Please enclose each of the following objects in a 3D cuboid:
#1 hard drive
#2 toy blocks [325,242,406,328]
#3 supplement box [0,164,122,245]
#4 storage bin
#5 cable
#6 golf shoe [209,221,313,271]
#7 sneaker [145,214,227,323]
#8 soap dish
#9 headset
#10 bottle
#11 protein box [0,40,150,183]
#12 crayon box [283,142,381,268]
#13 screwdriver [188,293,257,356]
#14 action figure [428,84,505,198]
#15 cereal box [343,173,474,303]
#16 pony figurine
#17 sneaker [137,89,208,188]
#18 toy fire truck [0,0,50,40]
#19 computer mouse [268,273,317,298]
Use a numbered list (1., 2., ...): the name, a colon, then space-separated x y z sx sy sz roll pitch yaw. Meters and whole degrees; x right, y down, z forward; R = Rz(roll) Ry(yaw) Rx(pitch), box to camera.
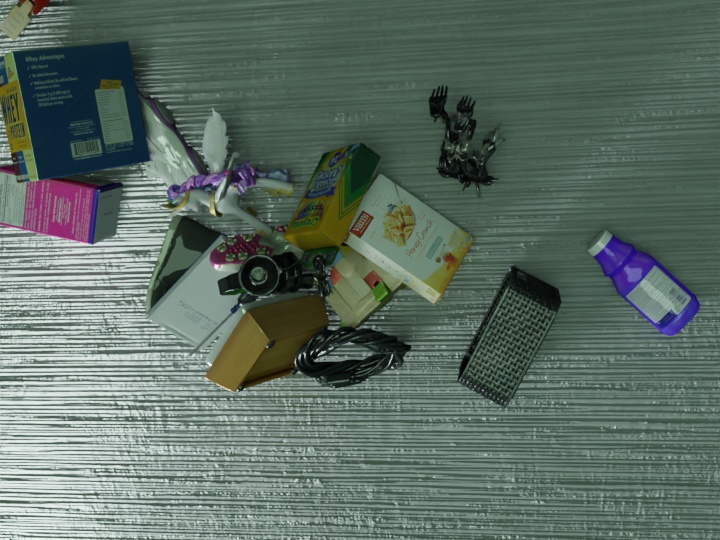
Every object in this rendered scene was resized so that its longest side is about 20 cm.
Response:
1. hard drive: -0.262 0.041 1.672 0.200 0.025 0.131 -44 128 14
2. toy blocks: 0.000 0.000 1.632 0.200 0.100 0.137 -43 80 14
3. supplement box: -0.539 -0.121 1.682 0.197 0.101 0.105 13 103 7
4. storage bin: 0.247 0.108 1.580 0.093 0.135 0.202 26 103 3
5. cable: -0.011 0.140 1.624 0.197 0.164 0.051 -11 54 9
6. golf shoe: -0.160 -0.020 1.617 0.197 0.076 0.092 -14 134 -21
7. sneaker: -0.310 0.013 1.684 0.105 0.075 0.203 19 102 4
8. soap dish: -0.152 0.120 1.600 0.081 0.199 0.158 47 119 20
9. headset: -0.135 0.019 1.514 0.198 0.123 0.095 -17 84 32
10. bottle: 0.462 0.016 1.565 0.200 0.065 0.084 41 103 0
11. protein box: -0.481 -0.264 1.579 0.196 0.134 0.203 -15 101 -33
12. crayon box: -0.053 -0.105 1.550 0.051 0.125 0.202 32 71 -26
13. screwdriver: -0.240 0.083 1.678 0.199 0.028 0.029 -39 98 11
14. action figure: 0.174 -0.209 1.543 0.118 0.201 0.103 20 65 29
15. cereal box: 0.077 -0.055 1.580 0.199 0.144 0.040 34 144 0
16. pony figurine: -0.218 -0.146 1.590 0.198 0.168 0.194 12 126 -28
17. sneaker: -0.353 -0.217 1.647 0.099 0.075 0.201 -32 94 12
18. toy fire truck: -0.579 -0.506 1.618 0.176 0.129 0.200 45 94 -1
19. computer mouse: -0.164 0.066 1.667 0.200 0.109 0.044 -46 71 22
